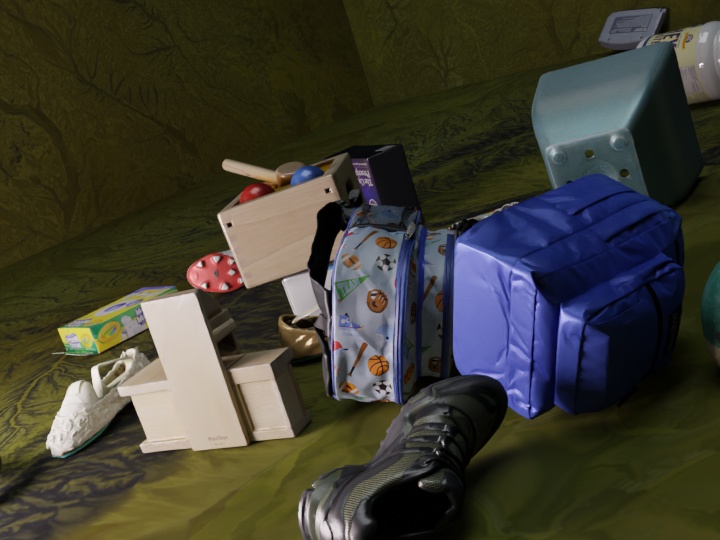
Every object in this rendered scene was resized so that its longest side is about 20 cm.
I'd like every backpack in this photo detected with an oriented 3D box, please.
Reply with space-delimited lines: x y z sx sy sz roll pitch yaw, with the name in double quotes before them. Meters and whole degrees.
"backpack" 0.196 0.024 0.863 0.199 0.164 0.167 -27 45 -33
"backpack" 0.026 0.041 0.987 0.152 0.202 0.191 0 22 16

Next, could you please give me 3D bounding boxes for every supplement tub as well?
"supplement tub" 0.641 -0.394 1.923 0.199 0.147 0.144 -3 20 47

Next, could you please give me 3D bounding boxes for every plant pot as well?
"plant pot" 0.335 -0.164 1.354 0.194 0.198 0.200 -10 24 30

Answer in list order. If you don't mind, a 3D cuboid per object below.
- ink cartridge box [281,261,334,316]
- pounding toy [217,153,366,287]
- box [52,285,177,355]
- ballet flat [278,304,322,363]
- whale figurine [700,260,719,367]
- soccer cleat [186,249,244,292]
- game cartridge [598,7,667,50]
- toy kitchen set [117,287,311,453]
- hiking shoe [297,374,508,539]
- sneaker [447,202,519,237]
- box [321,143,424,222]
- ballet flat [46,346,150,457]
"ink cartridge box" 0.000 0.000 1.352 0.144 0.085 0.200 -15 14 20
"pounding toy" -0.097 -0.089 1.316 0.182 0.144 0.200 -18 14 12
"box" -0.401 0.084 1.636 0.117 0.049 0.199 -4 21 47
"ballet flat" -0.008 0.060 1.174 0.198 0.064 0.069 -14 14 16
"whale figurine" 0.348 0.026 0.750 0.158 0.105 0.199 -24 15 -24
"soccer cleat" -0.197 -0.010 1.707 0.198 0.069 0.085 -17 4 -7
"game cartridge" 0.845 -0.750 3.118 0.199 0.041 0.134 10 64 47
"toy kitchen set" -0.140 0.075 1.075 0.198 0.165 0.180 -10 16 28
"hiking shoe" 0.054 0.153 0.741 0.199 0.076 0.100 -36 29 -27
"sneaker" 0.205 -0.059 1.344 0.199 0.078 0.085 -4 14 45
"box" 0.020 -0.144 1.771 0.078 0.143 0.200 -25 15 -20
"ballet flat" -0.322 0.153 1.222 0.071 0.072 0.200 -11 16 26
